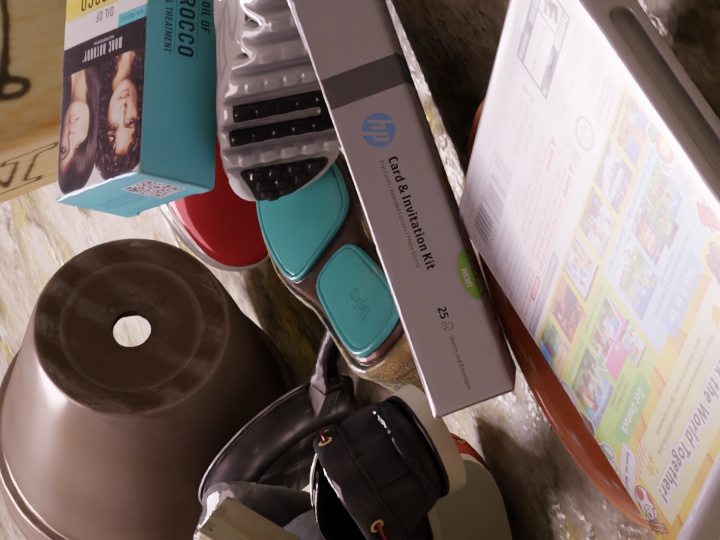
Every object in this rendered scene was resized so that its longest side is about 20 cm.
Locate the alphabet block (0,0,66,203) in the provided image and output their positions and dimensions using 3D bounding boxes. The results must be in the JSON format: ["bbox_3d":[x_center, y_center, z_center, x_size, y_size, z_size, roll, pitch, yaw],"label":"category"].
[{"bbox_3d":[-0.295,-0.146,1.740,0.196,0.199,0.196,65,162,7],"label":"alphabet block"}]

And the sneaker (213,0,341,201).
[{"bbox_3d":[-0.044,-0.130,1.254,0.081,0.075,0.201,-120,28,-52],"label":"sneaker"}]

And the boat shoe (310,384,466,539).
[{"bbox_3d":[0.004,0.106,1.187,0.074,0.063,0.201,57,169,10],"label":"boat shoe"}]

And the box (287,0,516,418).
[{"bbox_3d":[0.020,-0.038,1.119,0.156,0.041,0.201,-9,-99,-86],"label":"box"}]

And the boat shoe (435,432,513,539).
[{"bbox_3d":[0.053,0.176,1.322,0.063,0.071,0.201,-140,34,-62],"label":"boat shoe"}]

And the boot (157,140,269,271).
[{"bbox_3d":[-0.083,-0.099,1.401,0.144,0.072,0.201,-14,94,70],"label":"boot"}]

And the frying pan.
[{"bbox_3d":[-0.022,0.078,1.441,0.190,0.115,0.031,-49,68,20],"label":"frying pan"}]

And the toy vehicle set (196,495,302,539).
[{"bbox_3d":[-0.035,0.210,1.235,0.124,0.027,0.201,30,139,14],"label":"toy vehicle set"}]

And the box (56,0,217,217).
[{"bbox_3d":[-0.116,-0.135,1.307,0.082,0.049,0.202,-15,69,49],"label":"box"}]

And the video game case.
[{"bbox_3d":[0.100,-0.007,0.934,0.183,0.023,0.200,59,159,25],"label":"video game case"}]

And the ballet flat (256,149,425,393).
[{"bbox_3d":[0.000,0.000,1.285,0.200,0.070,0.071,-122,19,-52],"label":"ballet flat"}]

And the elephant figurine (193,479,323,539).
[{"bbox_3d":[-0.055,0.191,1.404,0.199,0.141,0.156,-3,107,24],"label":"elephant figurine"}]

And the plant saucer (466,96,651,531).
[{"bbox_3d":[0.108,0.011,1.027,0.201,0.037,0.201,54,158,34],"label":"plant saucer"}]

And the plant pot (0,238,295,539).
[{"bbox_3d":[-0.133,0.074,1.506,0.201,0.199,0.174,60,166,23],"label":"plant pot"}]
